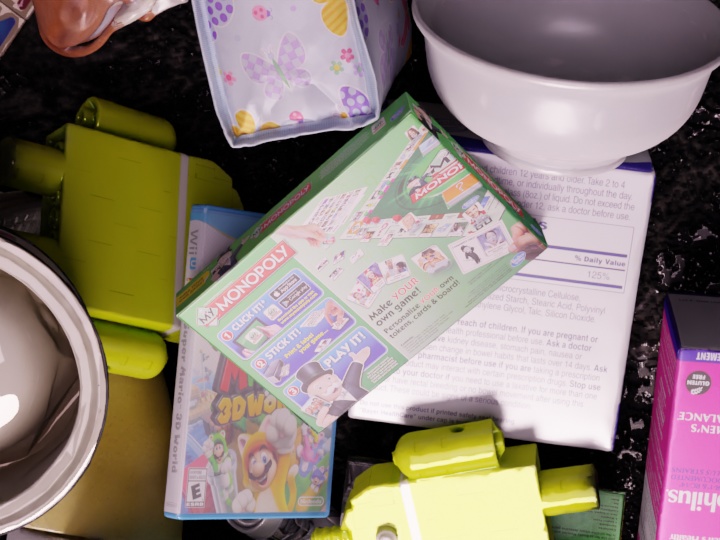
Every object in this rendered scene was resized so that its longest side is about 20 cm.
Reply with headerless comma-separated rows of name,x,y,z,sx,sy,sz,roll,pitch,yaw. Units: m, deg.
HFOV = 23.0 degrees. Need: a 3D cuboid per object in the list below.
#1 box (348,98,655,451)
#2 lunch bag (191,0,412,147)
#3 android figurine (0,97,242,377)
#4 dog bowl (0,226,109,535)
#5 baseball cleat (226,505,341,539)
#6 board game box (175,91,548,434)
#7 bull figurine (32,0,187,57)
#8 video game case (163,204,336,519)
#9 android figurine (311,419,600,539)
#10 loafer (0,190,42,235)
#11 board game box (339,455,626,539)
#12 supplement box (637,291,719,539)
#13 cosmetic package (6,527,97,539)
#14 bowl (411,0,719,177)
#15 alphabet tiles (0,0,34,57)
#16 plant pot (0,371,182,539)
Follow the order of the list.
box,0.092,0.001,1.193,0.182,0.105,0.202,7,111,3
lunch bag,-0.045,-0.200,1.100,0.126,0.170,0.202,-6,111,11
android figurine,-0.151,-0.022,1.177,0.199,0.184,0.041,12,159,-37
dog bowl,-0.248,0.058,1.073,0.198,0.074,0.202,-1,107,-2
baseball cleat,-0.057,0.184,1.271,0.070,0.107,0.200,-38,104,11
board game box,0.000,0.000,1.112,0.200,0.029,0.134,-39,117,17
bull figurine,-0.188,-0.242,1.150,0.120,0.065,0.202,-11,109,12
video game case,-0.065,0.064,1.187,0.018,0.142,0.202,2,86,43
android figurine,0.067,0.186,1.195,0.198,0.041,0.184,-8,112,8
loafer,-0.285,-0.022,1.186,0.069,0.199,0.076,38,120,21
board game box,0.083,0.195,1.247,0.198,0.023,0.106,7,85,10
supplement box,0.254,0.129,1.227,0.100,0.104,0.202,3,112,3
cosmetic package,-0.133,0.228,1.192,0.112,0.199,0.082,4,82,46
bowl,0.126,-0.120,1.105,0.199,0.202,0.091,7,121,2
alphabet tiles,-0.313,-0.196,1.211,0.166,0.006,0.200,37,108,-8
plant pot,-0.208,0.102,1.226,0.198,0.200,0.144,10,85,1
